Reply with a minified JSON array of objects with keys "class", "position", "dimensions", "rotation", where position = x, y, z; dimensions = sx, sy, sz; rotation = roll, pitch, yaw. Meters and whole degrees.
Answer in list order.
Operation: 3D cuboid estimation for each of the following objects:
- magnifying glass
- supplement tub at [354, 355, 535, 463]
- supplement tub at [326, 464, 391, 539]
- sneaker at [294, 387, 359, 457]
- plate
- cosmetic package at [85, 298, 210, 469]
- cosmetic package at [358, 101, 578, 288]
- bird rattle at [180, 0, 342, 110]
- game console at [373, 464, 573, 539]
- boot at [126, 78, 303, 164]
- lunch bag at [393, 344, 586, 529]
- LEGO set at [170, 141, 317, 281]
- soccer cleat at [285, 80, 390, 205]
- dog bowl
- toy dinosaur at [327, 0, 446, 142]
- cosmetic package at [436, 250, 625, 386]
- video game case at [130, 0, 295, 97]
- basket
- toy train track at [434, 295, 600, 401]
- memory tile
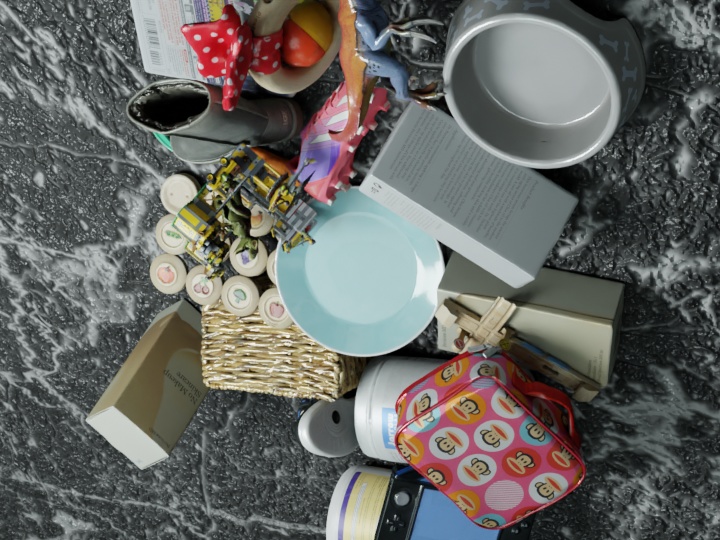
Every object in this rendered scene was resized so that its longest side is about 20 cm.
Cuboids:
[{"class":"magnifying glass","position":[-0.150,-0.141,1.474],"dimensions":[0.199,0.022,0.080],"rotation":[22,138,5]},{"class":"supplement tub","position":[0.107,0.174,1.570],"dimensions":[0.198,0.132,0.133],"rotation":[2,132,25]},{"class":"supplement tub","position":[0.068,0.349,1.751],"dimensions":[0.198,0.146,0.146],"rotation":[6,134,23]},{"class":"sneaker","position":[-0.049,0.192,1.628],"dimensions":[0.111,0.200,0.074],"rotation":[-11,92,33]},{"class":"plate","position":[0.000,0.000,1.484],"dimensions":[0.198,0.026,0.202],"rotation":[3,104,10]},{"class":"cosmetic package","position":[-0.257,0.146,1.681],"dimensions":[0.105,0.201,0.071],"rotation":[44,136,-18]},{"class":"cosmetic package","position":[0.110,-0.079,1.327],"dimensions":[0.199,0.102,0.071],"rotation":[32,167,-4]},{"class":"bird rattle","position":[-0.066,-0.230,1.224],"dimensions":[0.112,0.201,0.163],"rotation":[23,173,31]},{"class":"game console","position":[0.134,0.305,1.578],"dimensions":[0.198,0.118,0.172],"rotation":[11,104,-11]},{"class":"boot","position":[-0.173,-0.151,1.334],"dimensions":[0.181,0.200,0.073],"rotation":[-14,91,29]},{"class":"lunch bag","position":[0.151,0.180,1.416],"dimensions":[0.176,0.082,0.200],"rotation":[-34,115,22]},{"class":"LEGO set","position":[-0.114,-0.045,1.389],"dimensions":[0.116,0.154,0.200],"rotation":[39,164,5]},{"class":"soccer cleat","position":[-0.026,-0.153,1.369],"dimensions":[0.076,0.067,0.201],"rotation":[36,139,11]},{"class":"dog bowl","position":[0.169,-0.183,1.237],"dimensions":[0.199,0.059,0.201],"rotation":[15,138,14]},{"class":"toy dinosaur","position":[0.008,-0.215,1.192],"dimensions":[0.200,0.105,0.181],"rotation":[-42,132,10]},{"class":"cosmetic package","position":[0.190,0.052,1.449],"dimensions":[0.198,0.073,0.104],"rotation":[10,136,17]},{"class":"video game case","position":[-0.158,-0.280,1.341],"dimensions":[0.181,0.023,0.201],"rotation":[12,135,17]},{"class":"basket","position":[-0.084,0.074,1.623],"dimensions":[0.198,0.149,0.144],"rotation":[4,99,25]},{"class":"toy train track","position":[0.171,0.095,1.422],"dimensions":[0.199,0.033,0.115],"rotation":[29,138,-3]},{"class":"memory tile","position":[-0.155,-0.024,1.538],"dimensions":[0.199,0.017,0.155],"rotation":[17,105,15]}]
